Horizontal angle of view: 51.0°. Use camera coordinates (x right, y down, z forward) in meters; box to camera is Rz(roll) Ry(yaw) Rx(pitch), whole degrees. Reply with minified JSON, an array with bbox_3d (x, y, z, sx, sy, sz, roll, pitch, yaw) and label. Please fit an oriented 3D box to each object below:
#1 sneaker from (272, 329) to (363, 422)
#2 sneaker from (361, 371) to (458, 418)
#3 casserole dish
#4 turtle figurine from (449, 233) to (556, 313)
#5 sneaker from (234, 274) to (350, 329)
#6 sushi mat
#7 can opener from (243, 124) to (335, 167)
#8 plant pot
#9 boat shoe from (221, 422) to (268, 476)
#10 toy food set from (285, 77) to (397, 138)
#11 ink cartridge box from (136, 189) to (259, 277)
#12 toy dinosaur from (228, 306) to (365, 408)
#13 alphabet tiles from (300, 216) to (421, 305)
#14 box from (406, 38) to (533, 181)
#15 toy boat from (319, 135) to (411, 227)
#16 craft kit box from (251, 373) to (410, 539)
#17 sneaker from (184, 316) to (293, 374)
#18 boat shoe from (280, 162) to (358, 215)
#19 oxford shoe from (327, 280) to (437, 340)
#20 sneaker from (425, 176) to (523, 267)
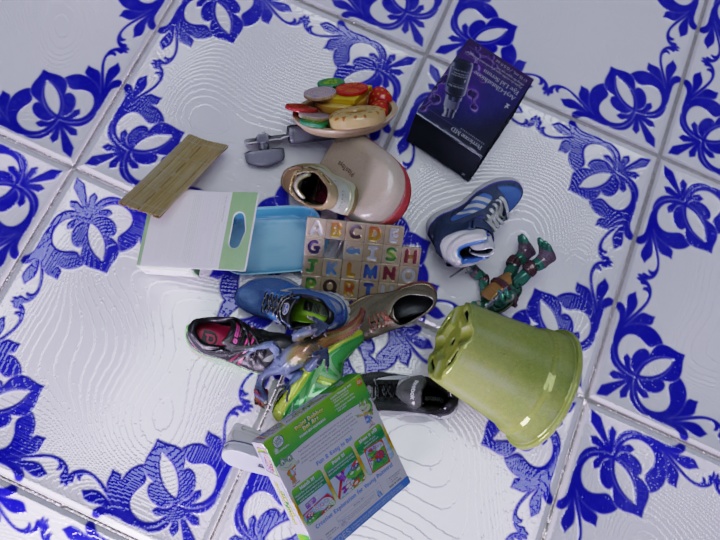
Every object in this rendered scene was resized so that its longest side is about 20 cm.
[{"bbox_3d":[-0.060,0.176,1.231,0.083,0.074,0.201,40,91,-13],"label":"sneaker"},{"bbox_3d":[0.071,0.197,1.227,0.196,0.091,0.068,9,72,-3],"label":"sneaker"},{"bbox_3d":[-0.153,-0.049,1.313,0.196,0.039,0.123,-4,72,-7],"label":"casserole dish"},{"bbox_3d":[0.237,0.022,1.300,0.199,0.101,0.149,-40,39,-12],"label":"turtle figurine"},{"bbox_3d":[-0.119,0.053,1.236,0.196,0.089,0.080,8,92,16],"label":"sneaker"},{"bbox_3d":[-0.322,-0.166,1.307,0.094,0.012,0.201,20,54,23],"label":"sushi mat"},{"bbox_3d":[-0.115,-0.232,1.378,0.196,0.053,0.068,-8,105,-8],"label":"can opener"},{"bbox_3d":[0.211,0.148,1.178,0.182,0.200,0.203,26,71,-13],"label":"plant pot"},{"bbox_3d":[-0.117,0.292,1.193,0.197,0.071,0.071,19,46,-7],"label":"boat shoe"},{"bbox_3d":[-0.031,-0.290,1.345,0.195,0.049,0.200,10,35,21],"label":"toy food set"},{"bbox_3d":[-0.269,-0.063,1.278,0.196,0.048,0.148,4,71,10],"label":"ink cartridge box"},{"bbox_3d":[-0.098,0.150,1.180,0.197,0.181,0.107,-10,71,-33],"label":"toy dinosaur"},{"bbox_3d":[0.000,0.000,1.274,0.196,0.008,0.170,5,110,-4],"label":"alphabet tiles"},{"bbox_3d":[0.201,-0.295,1.392,0.147,0.105,0.201,33,72,5],"label":"box"},{"bbox_3d":[0.020,-0.147,1.322,0.131,0.130,0.200,-55,46,10],"label":"toy boat"},{"bbox_3d":[-0.040,0.292,1.146,0.199,0.048,0.200,-30,102,-34],"label":"craft kit box"},{"bbox_3d":[-0.192,0.121,1.230,0.196,0.084,0.078,9,72,-3],"label":"sneaker"},{"bbox_3d":[-0.084,-0.145,1.280,0.066,0.199,0.075,7,100,-40],"label":"boat shoe"},{"bbox_3d":[0.034,0.072,1.254,0.198,0.075,0.071,-26,96,5],"label":"oxford shoe"},{"bbox_3d":[0.220,-0.074,1.301,0.198,0.081,0.147,-26,37,-5],"label":"sneaker"}]
